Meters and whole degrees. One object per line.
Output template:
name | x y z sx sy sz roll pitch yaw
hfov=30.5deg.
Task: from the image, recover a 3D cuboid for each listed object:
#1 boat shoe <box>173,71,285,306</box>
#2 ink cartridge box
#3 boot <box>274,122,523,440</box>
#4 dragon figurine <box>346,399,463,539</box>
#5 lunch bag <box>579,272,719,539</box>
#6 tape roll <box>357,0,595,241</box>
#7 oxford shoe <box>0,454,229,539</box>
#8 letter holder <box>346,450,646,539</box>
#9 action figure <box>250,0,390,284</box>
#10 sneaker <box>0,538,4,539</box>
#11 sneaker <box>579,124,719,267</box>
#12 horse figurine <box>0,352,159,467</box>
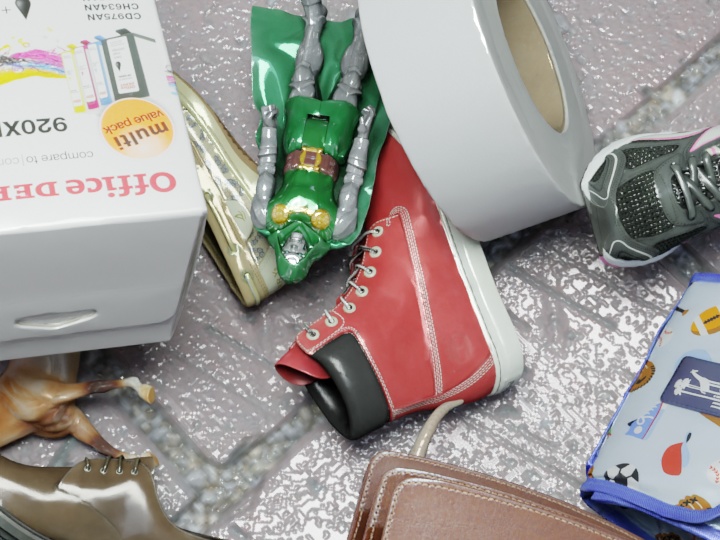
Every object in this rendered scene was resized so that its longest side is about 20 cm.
boat shoe | -0.112 -0.065 0.865 0.063 0.073 0.200 -40 75 -17
ink cartridge box | -0.182 -0.070 0.733 0.147 0.145 0.200 -7 63 -20
boot | 0.000 0.000 0.826 0.144 0.072 0.200 -15 71 -21
dragon figurine | 0.023 0.177 0.773 0.059 0.099 0.200 9 59 -12
lunch bag | 0.250 0.109 0.774 0.200 0.124 0.170 28 68 16
tape roll | 0.076 -0.123 0.817 0.071 0.202 0.203 -20 67 24
oxford shoe | -0.163 0.135 0.776 0.200 0.073 0.085 32 79 -9
letter holder | 0.096 0.163 0.686 0.200 0.101 0.142 21 56 -5
action figure | -0.026 -0.083 0.822 0.118 0.055 0.200 5 66 6
sneaker | -0.213 0.197 0.757 0.077 0.085 0.200 -42 74 -14
sneaker | 0.224 -0.063 0.815 0.200 0.086 0.080 -24 93 -32
horse figurine | -0.182 0.043 0.829 0.132 0.050 0.200 1 76 18
